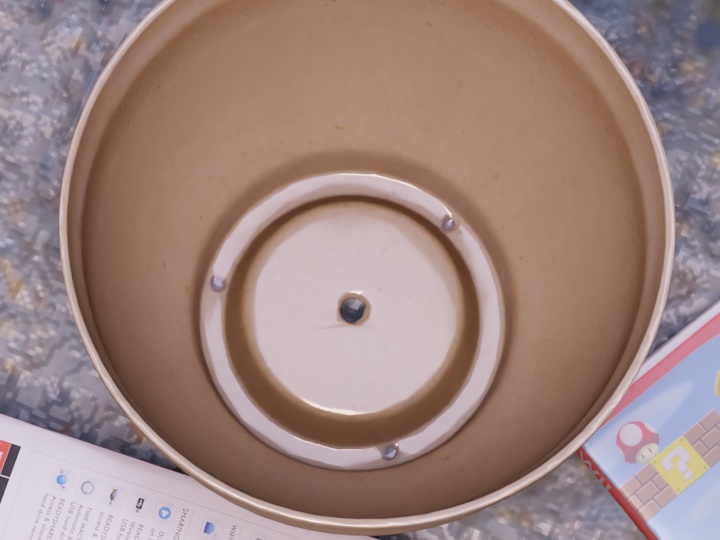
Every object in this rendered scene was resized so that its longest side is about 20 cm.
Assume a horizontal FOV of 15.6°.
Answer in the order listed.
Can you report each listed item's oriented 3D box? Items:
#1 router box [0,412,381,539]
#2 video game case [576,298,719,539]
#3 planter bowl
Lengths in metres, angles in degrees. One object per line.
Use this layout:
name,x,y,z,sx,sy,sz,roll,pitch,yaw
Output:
router box,-0.094,0.166,0.899,0.178,0.049,0.201,19,75,3
video game case,0.189,0.091,0.948,0.143,0.017,0.200,-37,79,-11
planter bowl,0.000,0.000,0.905,0.198,0.135,0.202,1,75,-2
